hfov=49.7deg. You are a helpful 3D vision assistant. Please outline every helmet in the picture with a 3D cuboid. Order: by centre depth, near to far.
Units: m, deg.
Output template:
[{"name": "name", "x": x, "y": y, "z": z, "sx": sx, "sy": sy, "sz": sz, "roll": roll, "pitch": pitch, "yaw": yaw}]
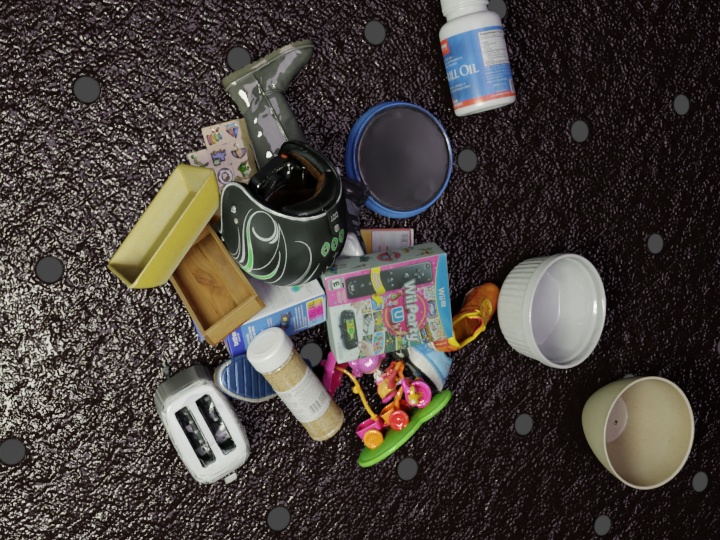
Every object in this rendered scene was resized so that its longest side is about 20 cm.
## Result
[{"name": "helmet", "x": -0.115, "y": -0.073, "z": 1.159, "sx": 0.196, "sy": 0.192, "sz": 0.203, "roll": 7, "pitch": 52, "yaw": -9}]

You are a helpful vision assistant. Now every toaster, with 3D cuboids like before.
[{"name": "toaster", "x": -0.249, "y": 0.235, "z": 1.218, "sx": 0.112, "sy": 0.129, "sz": 0.203, "roll": -27, "pitch": 100, "yaw": -16}]

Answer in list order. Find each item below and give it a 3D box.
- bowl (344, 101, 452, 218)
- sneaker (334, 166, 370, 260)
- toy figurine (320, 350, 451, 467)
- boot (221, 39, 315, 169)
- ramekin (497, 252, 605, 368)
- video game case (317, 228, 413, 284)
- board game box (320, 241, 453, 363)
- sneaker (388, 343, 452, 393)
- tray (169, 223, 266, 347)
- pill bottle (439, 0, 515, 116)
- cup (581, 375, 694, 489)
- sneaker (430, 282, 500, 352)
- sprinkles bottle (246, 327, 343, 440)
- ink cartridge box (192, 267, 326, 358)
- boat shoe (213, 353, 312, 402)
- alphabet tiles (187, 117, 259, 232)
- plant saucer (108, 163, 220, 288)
[{"name": "bowl", "x": 0.069, "y": -0.193, "z": 1.354, "sx": 0.197, "sy": 0.039, "sz": 0.205, "roll": -1, "pitch": 92, "yaw": -18}, {"name": "sneaker", "x": -0.014, "y": -0.077, "z": 1.295, "sx": 0.114, "sy": 0.075, "sz": 0.202, "roll": -42, "pitch": 105, "yaw": -37}, {"name": "toy figurine", "x": 0.022, "y": 0.192, "z": 1.300, "sx": 0.199, "sy": 0.150, "sz": 0.185, "roll": -37, "pitch": 93, "yaw": 14}, {"name": "boot", "x": -0.114, "y": -0.250, "z": 1.269, "sx": 0.180, "sy": 0.073, "sz": 0.202, "roll": -29, "pitch": 93, "yaw": -4}, {"name": "ramekin", "x": 0.337, "y": 0.069, "z": 1.401, "sx": 0.197, "sy": 0.104, "sz": 0.205, "roll": -2, "pitch": 94, "yaw": -34}, {"name": "video game case", "x": 0.000, "y": 0.000, "z": 1.350, "sx": 0.196, "sy": 0.017, "sz": 0.146, "roll": -1, "pitch": 93, "yaw": -19}, {"name": "board game box", "x": 0.042, "y": 0.049, "z": 1.243, "sx": 0.196, "sy": 0.064, "sz": 0.150, "roll": -12, "pitch": 111, "yaw": -11}, {"name": "sneaker", "x": 0.093, "y": 0.118, "z": 1.367, "sx": 0.090, "sy": 0.078, "sz": 0.201, "roll": -48, "pitch": 114, "yaw": -29}, {"name": "tray", "x": -0.231, "y": 0.014, "z": 1.185, "sx": 0.098, "sy": 0.200, "sz": 0.037, "roll": -37, "pitch": 141, "yaw": -5}, {"name": "pill bottle", "x": 0.198, "y": -0.380, "z": 1.351, "sx": 0.110, "sy": 0.112, "sz": 0.204, "roll": -15, "pitch": 96, "yaw": -17}, {"name": "cup", "x": 0.498, "y": 0.289, "z": 1.462, "sx": 0.196, "sy": 0.143, "sz": 0.205, "roll": -1, "pitch": 93, "yaw": -19}, {"name": "sneaker", "x": 0.201, "y": 0.086, "z": 1.369, "sx": 0.200, "sy": 0.076, "sz": 0.074, "roll": -40, "pitch": 110, "yaw": -40}, {"name": "sprinkles bottle", "x": -0.098, "y": 0.179, "z": 1.204, "sx": 0.068, "sy": 0.068, "sz": 0.201, "roll": -40, "pitch": 124, "yaw": -13}, {"name": "ink cartridge box", "x": -0.168, "y": 0.047, "z": 1.229, "sx": 0.197, "sy": 0.137, "sz": 0.077, "roll": -19, "pitch": 139, "yaw": -17}, {"name": "boat shoe", "x": -0.164, "y": 0.170, "z": 1.233, "sx": 0.198, "sy": 0.071, "sz": 0.074, "roll": 10, "pitch": 78, "yaw": -52}, {"name": "alphabet tiles", "x": -0.188, "y": -0.148, "z": 1.287, "sx": 0.164, "sy": 0.006, "sz": 0.204, "roll": -18, "pitch": 97, "yaw": -18}, {"name": "plant saucer", "x": -0.286, "y": -0.062, "z": 1.162, "sx": 0.048, "sy": 0.199, "sz": 0.202, "roll": 37, "pitch": 81, "yaw": -28}]
